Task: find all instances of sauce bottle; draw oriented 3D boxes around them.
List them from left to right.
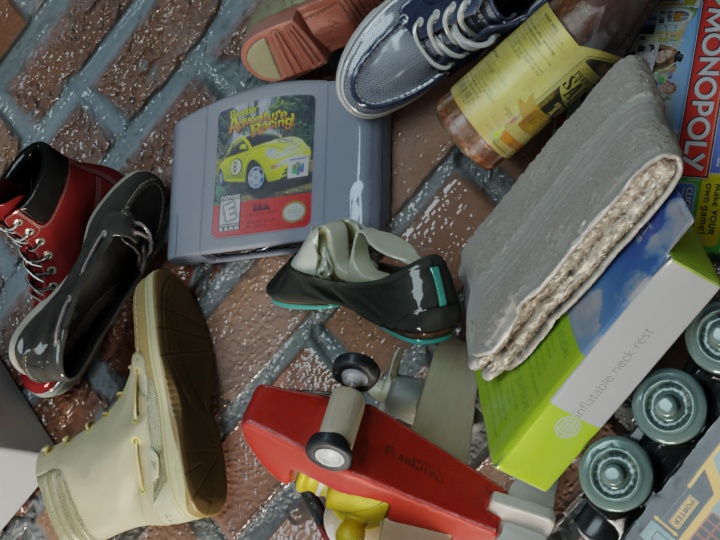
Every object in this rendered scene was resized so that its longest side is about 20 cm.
[{"bbox_3d":[0.141,-0.152,0.906,0.200,0.066,0.066,-41,61,20],"label":"sauce bottle"}]

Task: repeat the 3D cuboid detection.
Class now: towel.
[{"bbox_3d":[0.125,-0.034,0.860,0.200,0.034,0.133,-53,21,30],"label":"towel"}]

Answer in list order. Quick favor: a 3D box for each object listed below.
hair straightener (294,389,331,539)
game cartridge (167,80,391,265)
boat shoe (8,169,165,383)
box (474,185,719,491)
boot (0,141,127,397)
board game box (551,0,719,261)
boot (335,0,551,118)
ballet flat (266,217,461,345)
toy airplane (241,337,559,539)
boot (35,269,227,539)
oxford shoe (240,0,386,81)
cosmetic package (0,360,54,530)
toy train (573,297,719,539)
[{"bbox_3d":[-0.003,0.161,0.980,0.077,0.041,0.201,-32,56,-2],"label":"hair straightener"},{"bbox_3d":[-0.068,-0.079,1.070,0.198,0.041,0.135,-7,71,30],"label":"game cartridge"},{"bbox_3d":[-0.202,0.007,1.089,0.057,0.067,0.201,13,61,36],"label":"boat shoe"},{"bbox_3d":[0.147,0.025,0.848,0.201,0.047,0.122,-54,20,25],"label":"box"},{"bbox_3d":[-0.265,0.001,1.107,0.072,0.144,0.202,19,90,32],"label":"boot"},{"bbox_3d":[0.200,-0.113,0.917,0.134,0.029,0.202,7,82,34],"label":"board game box"},{"bbox_3d":[0.064,-0.176,0.959,0.200,0.073,0.090,-42,19,9],"label":"boot"},{"bbox_3d":[0.000,0.000,0.967,0.199,0.068,0.069,12,112,49],"label":"ballet flat"},{"bbox_3d":[0.031,0.151,0.890,0.141,0.199,0.200,-45,66,49],"label":"toy airplane"},{"bbox_3d":[-0.190,0.113,1.080,0.154,0.073,0.202,-21,71,27],"label":"boot"},{"bbox_3d":[-0.003,-0.215,1.043,0.198,0.071,0.074,-16,47,17],"label":"oxford shoe"},{"bbox_3d":[-0.390,0.114,1.123,0.123,0.200,0.200,-47,60,10],"label":"cosmetic package"},{"bbox_3d":[0.219,0.105,0.827,0.114,0.085,0.201,39,98,20],"label":"toy train"}]
